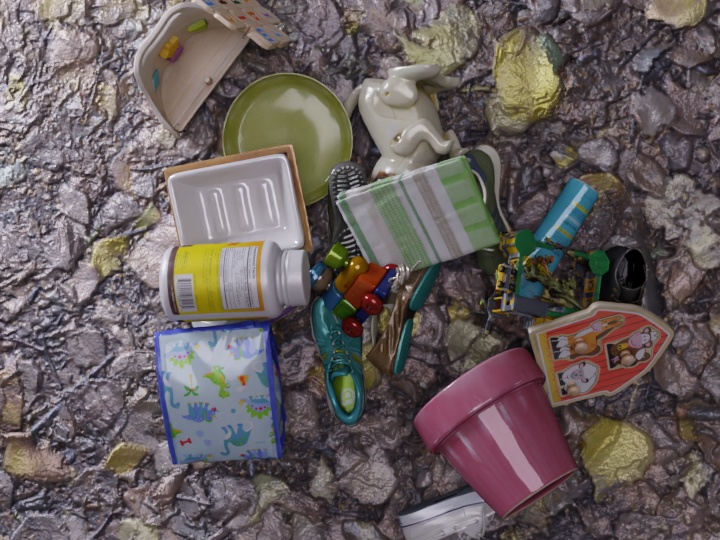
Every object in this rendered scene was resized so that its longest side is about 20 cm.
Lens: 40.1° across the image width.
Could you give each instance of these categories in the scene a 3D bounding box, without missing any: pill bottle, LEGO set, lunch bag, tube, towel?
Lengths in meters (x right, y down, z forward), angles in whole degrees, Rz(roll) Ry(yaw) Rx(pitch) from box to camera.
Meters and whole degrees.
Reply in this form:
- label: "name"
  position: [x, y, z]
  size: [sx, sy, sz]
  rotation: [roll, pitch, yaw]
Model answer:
- label: "pill bottle"
  position: [-0.173, 0.015, 1.386]
  size: [0.198, 0.109, 0.110]
  rotation: [-3, 88, 6]
- label: "LEGO set"
  position: [0.255, 0.023, 1.440]
  size: [0.199, 0.116, 0.155]
  rotation: [5, 83, -25]
- label: "lunch bag"
  position: [-0.200, 0.167, 1.428]
  size: [0.169, 0.128, 0.201]
  rotation: [-6, 118, 0]
- label: "tube"
  position: [0.285, -0.042, 1.487]
  size: [0.077, 0.050, 0.201]
  rotation: [31, 91, -22]
- label: "towel"
  position: [0.082, -0.074, 1.394]
  size: [0.199, 0.031, 0.150]
  rotation: [-16, 118, 23]

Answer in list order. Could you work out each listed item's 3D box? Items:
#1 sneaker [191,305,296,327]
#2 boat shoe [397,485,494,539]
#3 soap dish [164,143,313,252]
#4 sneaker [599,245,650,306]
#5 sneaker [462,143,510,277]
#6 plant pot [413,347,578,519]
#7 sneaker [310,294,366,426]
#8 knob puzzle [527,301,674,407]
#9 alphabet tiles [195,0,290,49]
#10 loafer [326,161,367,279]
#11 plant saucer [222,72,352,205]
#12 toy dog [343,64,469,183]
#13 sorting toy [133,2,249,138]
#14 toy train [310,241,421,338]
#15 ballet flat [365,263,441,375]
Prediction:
- label: "sneaker"
  position: [-0.165, 0.043, 1.477]
  size: [0.199, 0.075, 0.100]
  rotation: [-29, 89, 0]
- label: "boat shoe"
  position: [0.161, 0.371, 1.464]
  size: [0.201, 0.075, 0.087]
  rotation: [-20, 88, 2]
- label: "soap dish"
  position: [-0.176, -0.092, 1.458]
  size: [0.198, 0.081, 0.159]
  rotation: [-10, 99, 9]
- label: "sneaker"
  position: [0.381, 0.064, 1.453]
  size: [0.074, 0.106, 0.202]
  rotation: [-2, 89, 1]
- label: "sneaker"
  position: [0.170, -0.077, 1.444]
  size: [0.067, 0.090, 0.202]
  rotation: [4, 110, 38]
- label: "plant pot"
  position: [0.201, 0.237, 1.384]
  size: [0.199, 0.200, 0.180]
  rotation: [-33, 70, 0]
- label: "sneaker"
  position: [-0.027, 0.132, 1.471]
  size: [0.077, 0.080, 0.202]
  rotation: [-13, 88, 1]
- label: "knob puzzle"
  position: [0.353, 0.121, 1.413]
  size: [0.218, 0.031, 0.221]
  rotation: [-5, 131, -5]
- label: "alphabet tiles"
  position: [-0.194, -0.389, 1.437]
  size: [0.200, 0.196, 0.015]
  rotation: [39, 112, 1]
- label: "loafer"
  position: [-0.013, -0.072, 1.471]
  size: [0.075, 0.070, 0.201]
  rotation: [-2, 113, -5]
- label: "plant saucer"
  position: [-0.108, -0.196, 1.492]
  size: [0.198, 0.031, 0.202]
  rotation: [1, 98, 6]
- label: "toy dog"
  position: [0.061, -0.188, 1.452]
  size: [0.192, 0.139, 0.202]
  rotation: [-2, 88, 14]
- label: "sorting toy"
  position: [-0.265, -0.315, 1.431]
  size: [0.107, 0.180, 0.200]
  rotation: [38, 91, 7]
- label: "toy train"
  position: [0.000, 0.000, 1.390]
  size: [0.115, 0.200, 0.085]
  rotation: [37, 51, -1]
- label: "ballet flat"
  position: [0.058, 0.056, 1.487]
  size: [0.072, 0.068, 0.201]
  rotation: [20, 93, 21]
